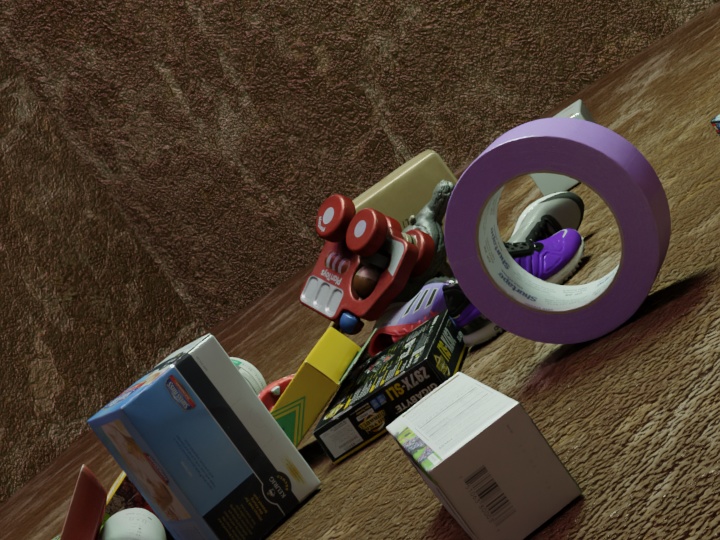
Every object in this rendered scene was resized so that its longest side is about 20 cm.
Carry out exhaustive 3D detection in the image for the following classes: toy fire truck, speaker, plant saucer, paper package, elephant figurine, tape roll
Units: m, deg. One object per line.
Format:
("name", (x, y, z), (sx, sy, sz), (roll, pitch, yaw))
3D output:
("toy fire truck", (0.000, 0.000, 1.808), (0.200, 0.112, 0.169), (27, 94, 55))
("speaker", (-0.258, 0.323, 1.459), (0.081, 0.081, 0.200), (-36, 6, -4))
("plant saucer", (-0.319, 0.327, 1.451), (0.200, 0.037, 0.201), (127, 158, -70))
("paper package", (0.085, -0.062, 2.056), (0.200, 0.191, 0.103), (-36, 7, 3))
("elephant figurine", (0.075, -0.011, 1.897), (0.141, 0.156, 0.200), (-35, 4, -35))
("tape roll", (0.181, -0.036, 1.211), (0.200, 0.201, 0.066), (-32, 5, 30))

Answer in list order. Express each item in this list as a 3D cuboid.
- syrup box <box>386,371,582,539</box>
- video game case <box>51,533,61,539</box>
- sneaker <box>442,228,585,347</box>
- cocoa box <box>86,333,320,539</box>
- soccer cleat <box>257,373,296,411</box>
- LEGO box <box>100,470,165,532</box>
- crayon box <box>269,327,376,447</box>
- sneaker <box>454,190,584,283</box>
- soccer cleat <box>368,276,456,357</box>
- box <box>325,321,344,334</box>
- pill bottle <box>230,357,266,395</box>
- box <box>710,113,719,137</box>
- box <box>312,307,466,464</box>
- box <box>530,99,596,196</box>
("syrup box", (0.084, 0.137, 0.966), (0.081, 0.079, 0.200), (-36, 6, -6))
("video game case", (-0.479, 0.448, 2.056), (0.182, 0.023, 0.200), (-34, 7, 12))
("sneaker", (0.174, -0.007, 1.523), (0.200, 0.100, 0.070), (-38, 8, -23))
("cocoa box", (-0.168, 0.193, 1.389), (0.131, 0.200, 0.133), (-39, 7, -29))
("soccer cleat", (-0.142, 0.209, 1.801), (0.200, 0.069, 0.085), (-42, 11, -15))
("LEGO box", (-0.273, 0.282, 1.676), (0.149, 0.077, 0.200), (-57, 6, 1))
("crayon box", (-0.064, 0.150, 1.549), (0.200, 0.051, 0.126), (-56, -1, 20))
("sneaker", (0.211, -0.021, 1.640), (0.200, 0.074, 0.079), (-43, 16, -11))
("soccer cleat", (0.079, 0.067, 1.732), (0.200, 0.068, 0.073), (-28, 26, 54))
("box", (-0.051, 0.115, 1.949), (0.164, 0.021, 0.200), (-61, 2, 11))
("pill bottle", (-0.227, 0.220, 1.975), (0.113, 0.113, 0.200), (-32, 7, 29))
("box", (0.519, -0.218, 1.538), (0.200, 0.040, 0.137), (-35, 6, 1))
("box", (0.039, 0.126, 1.494), (0.159, 0.049, 0.200), (-37, 5, 17))
("box", (0.341, -0.202, 2.189), (0.124, 0.098, 0.200), (-33, 5, 16))
